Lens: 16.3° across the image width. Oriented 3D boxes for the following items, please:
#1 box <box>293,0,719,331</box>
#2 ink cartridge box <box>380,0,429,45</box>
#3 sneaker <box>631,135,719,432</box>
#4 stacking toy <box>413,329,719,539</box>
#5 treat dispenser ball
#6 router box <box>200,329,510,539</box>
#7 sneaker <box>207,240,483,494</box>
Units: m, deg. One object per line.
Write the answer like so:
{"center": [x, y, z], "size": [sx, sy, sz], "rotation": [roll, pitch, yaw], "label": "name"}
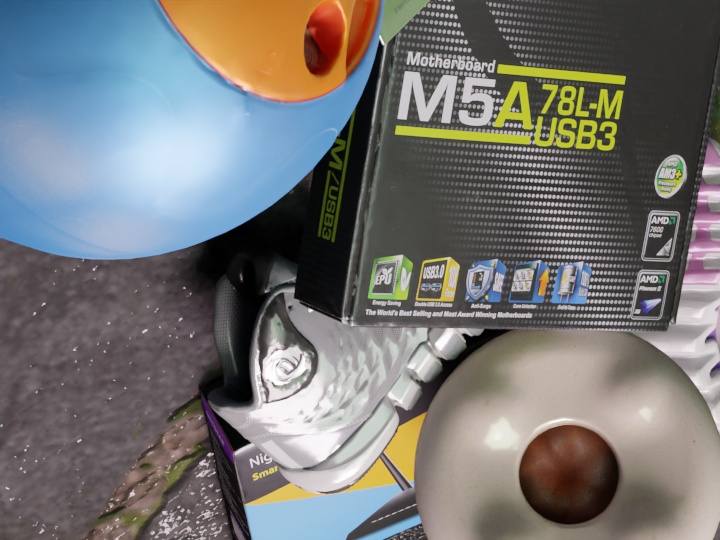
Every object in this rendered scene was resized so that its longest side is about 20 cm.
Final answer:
{"center": [0.074, -0.071, 1.131], "size": [0.200, 0.047, 0.194], "rotation": [3, 104, -37], "label": "box"}
{"center": [0.027, -0.185, 0.976], "size": [0.104, 0.059, 0.200], "rotation": [-47, 135, -23], "label": "ink cartridge box"}
{"center": [0.159, 0.012, 1.321], "size": [0.080, 0.089, 0.201], "rotation": [2, 115, 7], "label": "sneaker"}
{"center": [0.101, 0.109, 1.258], "size": [0.146, 0.146, 0.200], "rotation": [-32, 170, -3], "label": "stacking toy"}
{"center": [-0.091, -0.104, 0.914], "size": [0.200, 0.201, 0.201], "rotation": [-20, 139, -18], "label": "treat dispenser ball"}
{"center": [0.024, 0.085, 1.309], "size": [0.200, 0.051, 0.149], "rotation": [-24, 139, -13], "label": "router box"}
{"center": [0.000, 0.000, 1.176], "size": [0.115, 0.075, 0.200], "rotation": [37, 83, -36], "label": "sneaker"}
